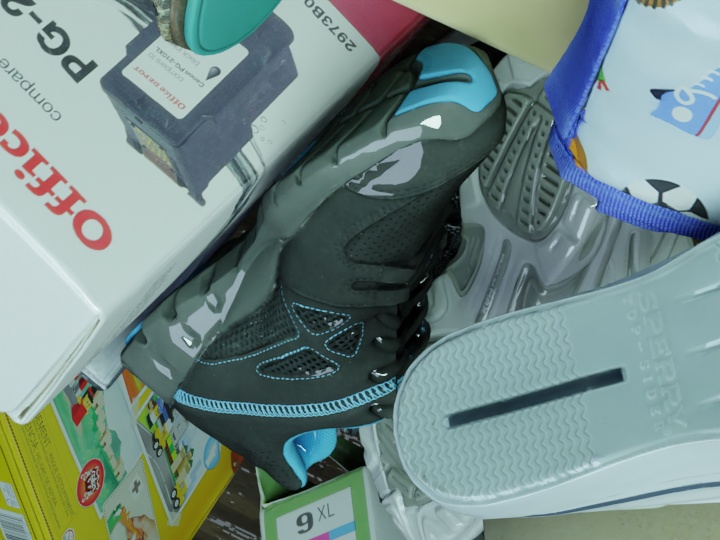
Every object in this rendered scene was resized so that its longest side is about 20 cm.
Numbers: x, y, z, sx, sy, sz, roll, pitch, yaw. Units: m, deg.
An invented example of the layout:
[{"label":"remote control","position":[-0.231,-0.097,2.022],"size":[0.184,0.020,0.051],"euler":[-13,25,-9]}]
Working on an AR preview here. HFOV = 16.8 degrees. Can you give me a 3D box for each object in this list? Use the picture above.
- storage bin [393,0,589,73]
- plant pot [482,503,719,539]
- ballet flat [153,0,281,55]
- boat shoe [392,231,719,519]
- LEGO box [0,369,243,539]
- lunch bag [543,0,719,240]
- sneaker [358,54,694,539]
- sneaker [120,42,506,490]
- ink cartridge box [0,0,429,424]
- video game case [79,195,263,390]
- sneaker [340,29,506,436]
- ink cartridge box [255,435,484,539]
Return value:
[{"label":"storage bin","position":[0.037,-0.171,0.711],"size":[0.199,0.094,0.199],"euler":[26,140,9]},{"label":"plant pot","position":[0.145,0.120,0.749],"size":[0.134,0.201,0.201],"euler":[-31,114,13]},{"label":"ballet flat","position":[-0.018,-0.146,0.661],"size":[0.075,0.068,0.200],"euler":[51,137,12]},{"label":"boat shoe","position":[0.107,0.021,0.623],"size":[0.199,0.074,0.067],"euler":[-10,167,27]},{"label":"LEGO box","position":[-0.125,0.043,1.003],"size":[0.077,0.149,0.201],"euler":[11,136,25]},{"label":"lunch bag","position":[0.155,-0.089,0.619],"size":[0.199,0.124,0.170],"euler":[-8,143,-21]},{"label":"sneaker","position":[0.070,0.015,0.832],"size":[0.078,0.099,0.201],"euler":[49,127,35]},{"label":"sneaker","position":[0.000,0.000,0.790],"size":[0.082,0.073,0.200],"euler":[44,139,-1]},{"label":"ink cartridge box","position":[-0.089,-0.072,0.802],"size":[0.145,0.200,0.084],"euler":[44,141,-1]},{"label":"video game case","position":[-0.125,-0.074,0.891],"size":[0.200,0.143,0.019],"euler":[41,167,-11]},{"label":"sneaker","position":[0.015,-0.006,0.881],"size":[0.075,0.114,0.200],"euler":[38,141,-7]},{"label":"ink cartridge box","position":[0.016,0.142,0.973],"size":[0.059,0.201,0.104],"euler":[-26,146,29]}]
